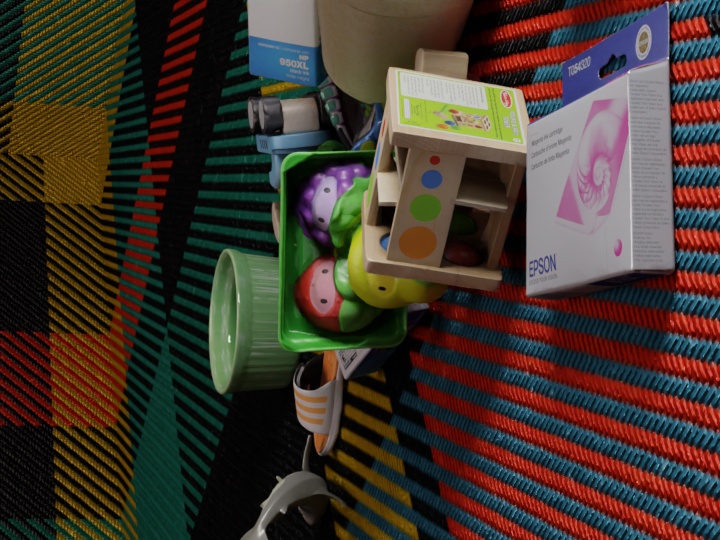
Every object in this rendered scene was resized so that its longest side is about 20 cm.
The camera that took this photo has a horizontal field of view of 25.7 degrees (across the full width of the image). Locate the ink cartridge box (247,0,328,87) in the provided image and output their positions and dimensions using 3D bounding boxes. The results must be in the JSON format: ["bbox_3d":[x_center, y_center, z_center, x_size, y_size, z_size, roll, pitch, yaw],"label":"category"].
[{"bbox_3d":[-0.052,-0.314,1.632,0.145,0.084,0.201,-51,-32,-50],"label":"ink cartridge box"}]

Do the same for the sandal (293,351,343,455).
[{"bbox_3d":[-0.053,0.126,1.940,0.079,0.059,0.208,-125,40,-64],"label":"sandal"}]

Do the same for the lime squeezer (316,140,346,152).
[{"bbox_3d":[-0.046,-0.112,1.834,0.071,0.038,0.200,-68,-10,24],"label":"lime squeezer"}]

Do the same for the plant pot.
[{"bbox_3d":[0.033,-0.269,1.531,0.184,0.198,0.202,96,168,-54],"label":"plant pot"}]

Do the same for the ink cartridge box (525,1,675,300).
[{"bbox_3d":[0.180,-0.086,1.218,0.196,0.043,0.202,156,114,-72],"label":"ink cartridge box"}]

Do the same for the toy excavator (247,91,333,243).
[{"bbox_3d":[-0.091,-0.131,2.074,0.194,0.099,0.202,-160,65,-74],"label":"toy excavator"}]

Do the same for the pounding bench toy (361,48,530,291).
[{"bbox_3d":[0.071,-0.093,1.430,0.201,0.123,0.157,-92,12,-58],"label":"pounding bench toy"}]

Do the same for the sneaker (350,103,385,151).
[{"bbox_3d":[0.035,-0.171,1.703,0.083,0.070,0.201,-73,-3,-50],"label":"sneaker"}]

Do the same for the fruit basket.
[{"bbox_3d":[-0.002,-0.016,1.543,0.215,0.154,0.218,177,90,-75],"label":"fruit basket"}]

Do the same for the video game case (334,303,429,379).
[{"bbox_3d":[0.000,0.000,1.735,0.200,0.045,0.183,126,127,-61],"label":"video game case"}]

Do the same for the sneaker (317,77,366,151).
[{"bbox_3d":[-0.007,-0.225,1.830,0.074,0.087,0.201,-22,-90,-84],"label":"sneaker"}]

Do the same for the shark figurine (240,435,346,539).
[{"bbox_3d":[-0.066,0.281,1.885,0.214,0.089,0.129,-20,-54,-67],"label":"shark figurine"}]

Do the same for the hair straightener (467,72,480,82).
[{"bbox_3d":[0.087,-0.094,1.555,0.077,0.041,0.202,-155,64,-73],"label":"hair straightener"}]

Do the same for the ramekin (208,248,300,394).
[{"bbox_3d":[-0.145,0.072,2.193,0.200,0.097,0.202,-177,90,-74],"label":"ramekin"}]
